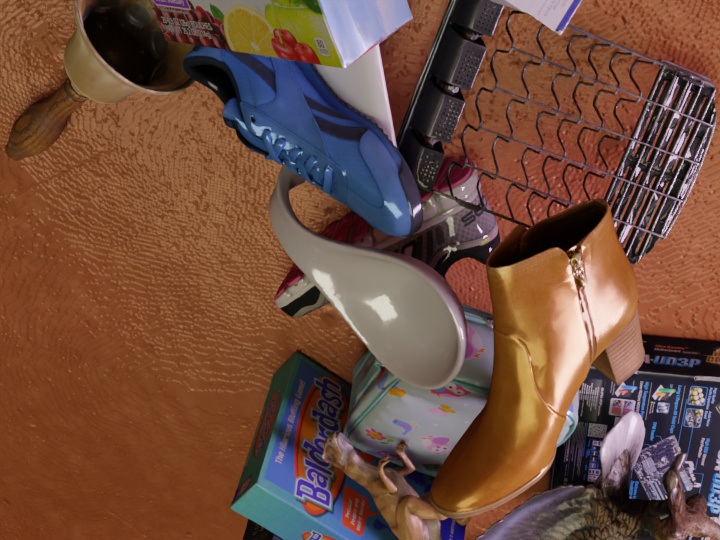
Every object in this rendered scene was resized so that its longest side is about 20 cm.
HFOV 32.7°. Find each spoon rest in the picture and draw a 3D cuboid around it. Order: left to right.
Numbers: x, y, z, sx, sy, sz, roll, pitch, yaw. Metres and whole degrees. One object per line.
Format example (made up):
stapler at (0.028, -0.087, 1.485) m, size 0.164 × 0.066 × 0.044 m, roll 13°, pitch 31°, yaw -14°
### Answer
spoon rest at (0.000, 0.000, 0.848) m, size 0.200 × 0.060 × 0.100 m, roll 49°, pitch 142°, yaw 21°

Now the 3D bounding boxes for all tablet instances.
tablet at (-0.029, -0.159, 0.816) m, size 0.130 × 0.014 × 0.202 m, roll 31°, pitch 143°, yaw 44°

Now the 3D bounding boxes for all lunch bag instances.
lunch bag at (0.074, 0.096, 0.960) m, size 0.158 × 0.078 × 0.200 m, roll 20°, pitch 149°, yaw -9°

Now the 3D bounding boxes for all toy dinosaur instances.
toy dinosaur at (0.048, 0.200, 0.963) m, size 0.106 × 0.060 × 0.201 m, roll -35°, pitch 87°, yaw 20°

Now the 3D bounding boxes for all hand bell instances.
hand bell at (-0.207, -0.129, 0.895) m, size 0.104 × 0.105 × 0.199 m, roll 40°, pitch 136°, yaw -19°

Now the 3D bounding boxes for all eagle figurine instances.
eagle figurine at (0.176, 0.223, 0.967) m, size 0.199 × 0.152 × 0.152 m, roll -26°, pitch 113°, yaw 32°

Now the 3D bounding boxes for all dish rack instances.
dish rack at (0.135, -0.096, 0.832) m, size 0.198 × 0.055 × 0.155 m, roll 19°, pitch 107°, yaw -10°

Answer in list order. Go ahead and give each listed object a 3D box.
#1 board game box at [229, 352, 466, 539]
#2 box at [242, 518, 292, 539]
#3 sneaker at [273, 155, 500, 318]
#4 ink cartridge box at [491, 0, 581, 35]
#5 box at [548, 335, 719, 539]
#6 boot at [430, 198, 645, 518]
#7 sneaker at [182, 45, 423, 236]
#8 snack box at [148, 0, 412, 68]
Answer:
board game box at (0.000, 0.181, 1.028) m, size 0.199 × 0.153 × 0.045 m, roll 34°, pitch 128°, yaw -15°
box at (-0.006, 0.240, 1.069) m, size 0.051 × 0.159 × 0.200 m, roll -34°, pitch 115°, yaw 32°
sneaker at (0.023, -0.003, 0.934) m, size 0.199 × 0.074 × 0.088 m, roll -30°, pitch 110°, yaw 23°
ink cartridge box at (0.064, -0.238, 0.746) m, size 0.199 × 0.039 × 0.100 m, roll 33°, pitch 93°, yaw -11°
box at (0.240, 0.146, 1.020) m, size 0.156 × 0.046 × 0.202 m, roll 5°, pitch 127°, yaw 8°
boot at (0.102, 0.054, 0.807) m, size 0.201 × 0.071 × 0.145 m, roll -39°, pitch 126°, yaw -15°
sneaker at (-0.042, -0.086, 0.814) m, size 0.200 × 0.078 × 0.066 m, roll 48°, pitch 151°, yaw 17°
snack box at (-0.077, -0.218, 0.732) m, size 0.199 × 0.068 × 0.170 m, roll 19°, pitch 139°, yaw 47°
